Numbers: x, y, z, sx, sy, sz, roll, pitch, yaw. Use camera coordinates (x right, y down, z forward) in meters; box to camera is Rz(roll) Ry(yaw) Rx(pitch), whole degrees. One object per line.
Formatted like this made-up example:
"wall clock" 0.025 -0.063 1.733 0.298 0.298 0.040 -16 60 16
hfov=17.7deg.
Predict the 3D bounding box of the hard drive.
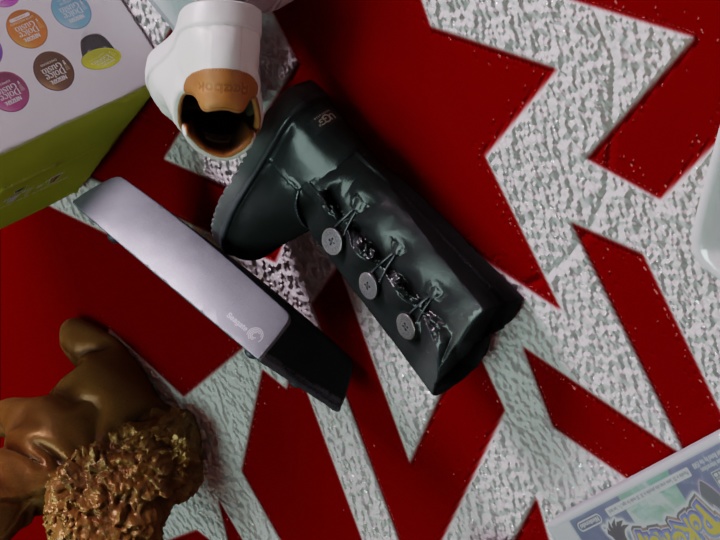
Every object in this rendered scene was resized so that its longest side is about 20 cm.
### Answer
"hard drive" -0.096 0.012 1.574 0.200 0.042 0.135 38 180 33

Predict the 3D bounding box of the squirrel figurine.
"squirrel figurine" -0.227 0.157 1.777 0.200 0.186 0.142 24 131 42

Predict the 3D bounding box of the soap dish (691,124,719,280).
"soap dish" 0.260 -0.025 1.104 0.200 0.081 0.158 39 140 30

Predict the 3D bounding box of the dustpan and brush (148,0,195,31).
"dustpan and brush" -0.120 -0.235 1.466 0.140 0.057 0.200 51 135 16

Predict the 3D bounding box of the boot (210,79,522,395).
"boot" 0.000 0.000 1.486 0.200 0.066 0.165 45 145 15

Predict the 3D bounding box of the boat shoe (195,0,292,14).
"boat shoe" -0.064 -0.229 1.388 0.072 0.068 0.200 45 143 18

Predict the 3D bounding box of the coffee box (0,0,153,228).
"coffee box" -0.294 -0.137 1.641 0.198 0.199 0.200 57 145 6

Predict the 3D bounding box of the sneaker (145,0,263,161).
"sneaker" -0.100 -0.103 1.468 0.200 0.073 0.085 118 152 -77

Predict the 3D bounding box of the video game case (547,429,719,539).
"video game case" 0.213 0.199 1.379 0.182 0.023 0.200 58 146 5
